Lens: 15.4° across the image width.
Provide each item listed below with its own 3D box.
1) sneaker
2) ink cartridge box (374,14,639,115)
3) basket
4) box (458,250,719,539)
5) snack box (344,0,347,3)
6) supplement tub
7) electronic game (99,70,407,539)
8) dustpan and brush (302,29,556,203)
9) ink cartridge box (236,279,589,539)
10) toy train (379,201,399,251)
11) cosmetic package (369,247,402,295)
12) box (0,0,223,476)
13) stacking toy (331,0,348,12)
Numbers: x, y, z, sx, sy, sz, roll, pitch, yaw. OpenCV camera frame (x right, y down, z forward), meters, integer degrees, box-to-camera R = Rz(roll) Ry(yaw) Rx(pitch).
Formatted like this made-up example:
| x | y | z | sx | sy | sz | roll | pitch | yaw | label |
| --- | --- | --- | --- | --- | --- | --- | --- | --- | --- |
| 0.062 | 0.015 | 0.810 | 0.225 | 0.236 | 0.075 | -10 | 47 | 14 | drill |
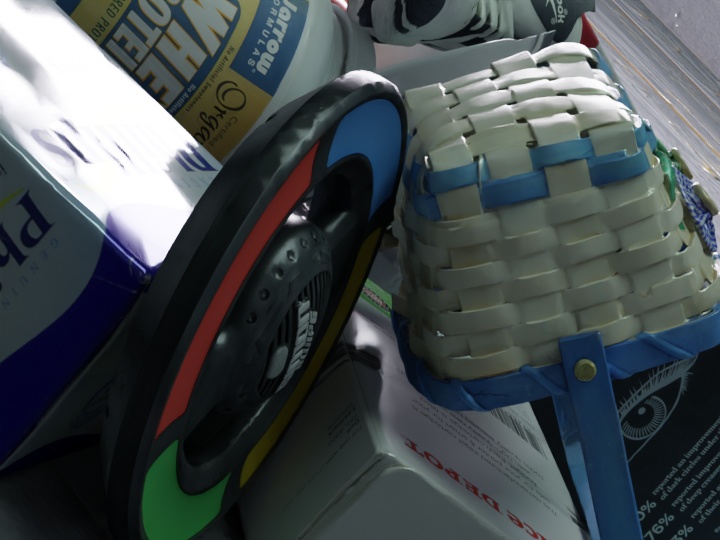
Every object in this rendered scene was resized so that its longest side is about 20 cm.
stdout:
| x | y | z | sx | sy | sz | roll | pitch | yaw | label |
| --- | --- | --- | --- | --- | --- | --- | --- | --- | --- |
| 0.068 | -0.149 | 1.396 | 0.129 | 0.080 | 0.199 | 2 | -4 | -9 | sneaker |
| 0.091 | -0.072 | 1.571 | 0.200 | 0.146 | 0.083 | 56 | 0 | -35 | ink cartridge box |
| 0.084 | 0.022 | 1.092 | 0.176 | 0.138 | 0.201 | -105 | -175 | -68 | basket |
| 0.145 | 0.054 | 1.458 | 0.200 | 0.148 | 0.104 | 33 | 16 | -31 | box |
| -0.030 | -0.170 | 1.631 | 0.037 | 0.201 | 0.116 | -15 | 42 | -17 | snack box |
| -0.105 | -0.123 | 1.336 | 0.200 | 0.145 | 0.145 | 32 | 17 | -30 | supplement tub |
| -0.037 | 0.017 | 0.997 | 0.041 | 0.201 | 0.200 | 28 | 11 | 13 | electronic game |
| -0.003 | -0.057 | 1.282 | 0.140 | 0.199 | 0.058 | 95 | -17 | -82 | dustpan and brush |
| 0.018 | 0.093 | 1.139 | 0.146 | 0.084 | 0.200 | 37 | 15 | -23 | ink cartridge box |
| 0.055 | -0.037 | 1.312 | 0.200 | 0.046 | 0.034 | -14 | 96 | -57 | toy train |
| 0.000 | 0.000 | 1.374 | 0.051 | 0.083 | 0.200 | 42 | 15 | 5 | cosmetic package |
| -0.146 | -0.032 | 1.045 | 0.200 | 0.105 | 0.184 | 44 | 15 | 10 | box |
| -0.062 | -0.151 | 1.557 | 0.085 | 0.086 | 0.200 | 33 | 1 | -30 | stacking toy |
